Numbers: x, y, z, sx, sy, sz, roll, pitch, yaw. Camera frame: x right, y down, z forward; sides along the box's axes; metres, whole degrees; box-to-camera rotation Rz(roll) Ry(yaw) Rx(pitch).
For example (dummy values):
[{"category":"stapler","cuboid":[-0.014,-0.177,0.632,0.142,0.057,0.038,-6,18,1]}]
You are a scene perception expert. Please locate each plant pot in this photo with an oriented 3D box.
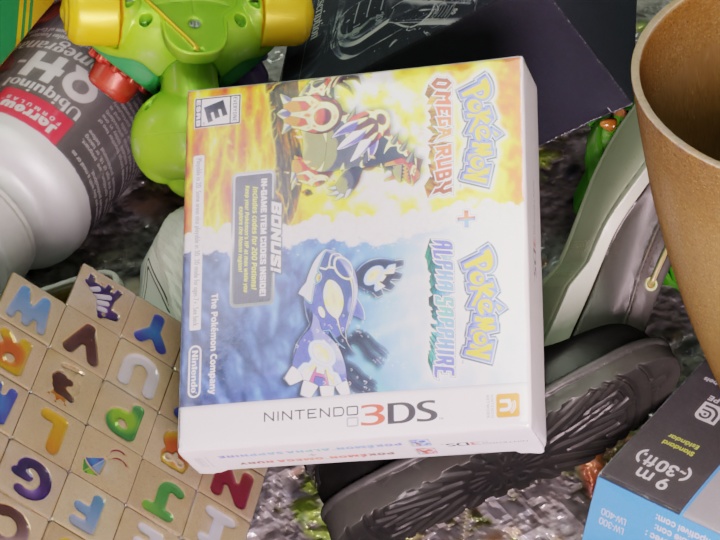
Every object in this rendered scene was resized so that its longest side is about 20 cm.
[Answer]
[{"category":"plant pot","cuboid":[0.223,-0.017,1.246,0.186,0.201,0.187,-2,39,2]}]

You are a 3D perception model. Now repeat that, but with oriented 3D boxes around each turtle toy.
[{"category":"turtle toy","cuboid":[-0.103,-0.135,1.467,0.145,0.101,0.200,0,50,-12]}]

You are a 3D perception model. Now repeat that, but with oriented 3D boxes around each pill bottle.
[{"category":"pill bottle","cuboid":[-0.191,-0.071,1.522,0.110,0.111,0.200,14,45,22]}]

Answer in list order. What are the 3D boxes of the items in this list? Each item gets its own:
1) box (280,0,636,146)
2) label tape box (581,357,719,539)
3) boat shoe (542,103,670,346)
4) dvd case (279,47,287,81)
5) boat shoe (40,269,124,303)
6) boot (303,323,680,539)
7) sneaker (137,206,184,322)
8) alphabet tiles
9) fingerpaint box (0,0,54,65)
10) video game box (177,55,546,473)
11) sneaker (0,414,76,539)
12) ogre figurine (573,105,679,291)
[{"category":"box","cuboid":[0.060,-0.154,1.499,0.182,0.104,0.200,-25,34,25]},{"category":"label tape box","cuboid":[0.197,0.130,1.281,0.143,0.066,0.200,24,48,30]},{"category":"boat shoe","cuboid":[0.151,-0.018,1.392,0.060,0.202,0.072,29,-2,-14]},{"category":"dvd case","cuboid":[0.017,-0.079,1.572,0.150,0.025,0.200,0,41,8]},{"category":"boat shoe","cuboid":[-0.223,0.040,1.413,0.201,0.086,0.075,-13,37,-4]},{"category":"boot","cuboid":[0.044,0.038,1.332,0.211,0.079,0.158,-24,64,0]},{"category":"sneaker","cuboid":[-0.092,0.057,1.406,0.072,0.073,0.201,4,56,0]},{"category":"alphabet tiles","cuboid":[-0.124,0.087,1.281,0.166,0.006,0.200,33,40,-14]},{"category":"fingerpaint box","cuboid":[-0.284,-0.125,1.541,0.200,0.073,0.167,-27,22,44]},{"category":"video game box","cuboid":[0.000,-0.002,1.291,0.181,0.047,0.201,-5,69,11]},{"category":"sneaker","cuboid":[-0.165,0.117,1.265,0.088,0.075,0.200,-24,62,-19]},{"category":"ogre figurine","cuboid":[0.187,-0.055,1.473,0.119,0.098,0.201,1,76,-3]}]
